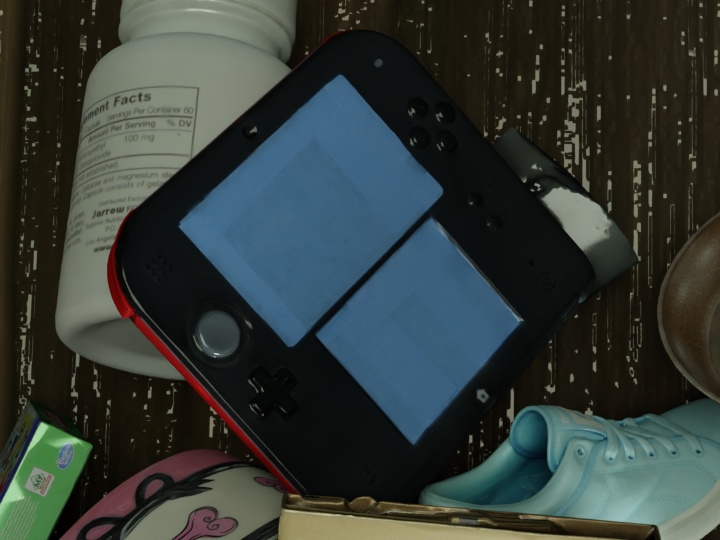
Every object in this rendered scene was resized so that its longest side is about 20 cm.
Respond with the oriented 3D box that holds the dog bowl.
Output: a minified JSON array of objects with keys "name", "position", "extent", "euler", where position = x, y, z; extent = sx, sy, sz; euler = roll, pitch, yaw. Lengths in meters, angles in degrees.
[{"name":"dog bowl","position":[-0.090,0.170,0.769],"extent":[0.074,0.200,0.200],"euler":[36,84,24]}]

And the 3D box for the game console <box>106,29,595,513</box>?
[{"name":"game console","position":[0.000,0.000,0.757],"extent":[0.177,0.031,0.200],"euler":[46,59,-2]}]

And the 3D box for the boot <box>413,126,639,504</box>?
[{"name":"boot","position":[0.062,0.050,0.843],"extent":[0.200,0.066,0.165],"euler":[-41,85,-8]}]

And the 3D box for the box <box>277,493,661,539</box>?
[{"name":"box","position":[0.038,0.197,0.722],"extent":[0.163,0.021,0.201],"euler":[5,107,-2]}]

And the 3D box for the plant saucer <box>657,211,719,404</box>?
[{"name":"plant saucer","position":[0.236,0.014,0.753],"extent":[0.199,0.200,0.032],"euler":[-24,122,-1]}]

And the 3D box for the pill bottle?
[{"name":"pill bottle","position":[-0.083,-0.056,0.823],"extent":[0.114,0.114,0.201],"euler":[3,70,2]}]

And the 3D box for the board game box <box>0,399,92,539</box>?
[{"name":"board game box","position":[-0.189,0.162,0.795],"extent":[0.029,0.135,0.201],"euler":[27,83,-12]}]

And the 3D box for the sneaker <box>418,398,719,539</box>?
[{"name":"sneaker","position":[0.113,0.095,0.792],"extent":[0.199,0.074,0.082],"euler":[-26,117,-27]}]
